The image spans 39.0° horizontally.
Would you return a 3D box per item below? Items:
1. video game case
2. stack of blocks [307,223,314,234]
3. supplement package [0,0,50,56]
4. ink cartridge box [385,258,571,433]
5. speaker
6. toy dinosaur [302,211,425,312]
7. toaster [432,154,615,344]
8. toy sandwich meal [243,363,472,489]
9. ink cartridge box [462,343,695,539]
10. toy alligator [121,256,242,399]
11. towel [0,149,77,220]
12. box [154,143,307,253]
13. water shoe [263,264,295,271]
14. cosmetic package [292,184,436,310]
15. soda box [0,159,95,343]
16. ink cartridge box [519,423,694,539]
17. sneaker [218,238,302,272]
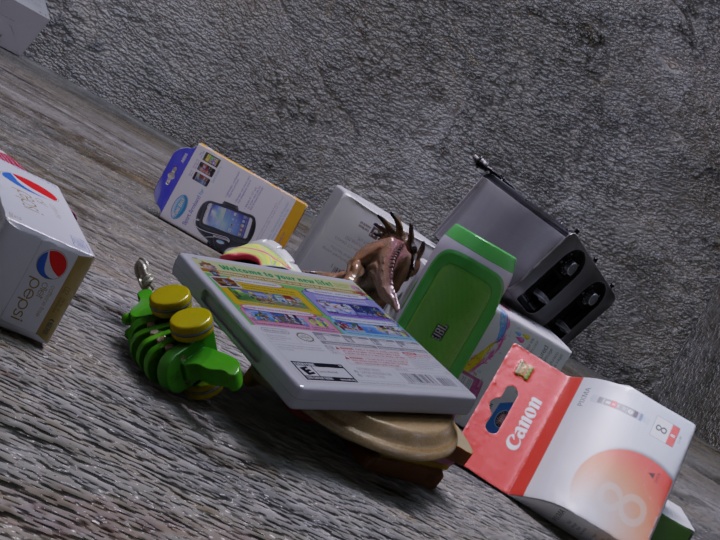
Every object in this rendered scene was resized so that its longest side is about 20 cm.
[{"bbox_3d":[-0.027,0.052,0.809,0.199,0.022,0.182,10,25,-46],"label":"video game case"},{"bbox_3d":[-0.060,-0.025,1.548,0.058,0.116,0.200,29,4,-5],"label":"stack of blocks"},{"bbox_3d":[-0.950,-0.712,2.673,0.191,0.147,0.201,26,31,-47],"label":"supplement package"},{"bbox_3d":[0.121,0.098,1.196,0.199,0.145,0.085,29,8,-13],"label":"ink cartridge box"},{"bbox_3d":[0.079,0.057,1.043,0.088,0.201,0.088,29,5,-3],"label":"speaker"},{"bbox_3d":[0.024,-0.005,1.067,0.086,0.135,0.200,54,-9,-6],"label":"toy dinosaur"},{"bbox_3d":[0.203,-0.017,1.294,0.200,0.119,0.181,44,-1,42],"label":"toaster"},{"bbox_3d":[-0.006,0.111,0.831,0.204,0.071,0.205,26,16,-8],"label":"toy sandwich meal"},{"bbox_3d":[0.212,0.167,0.999,0.199,0.163,0.050,32,-34,7],"label":"ink cartridge box"},{"bbox_3d":[-0.148,0.043,0.742,0.054,0.060,0.200,-20,32,-25],"label":"toy alligator"},{"bbox_3d":[-0.389,-0.112,1.045,0.144,0.023,0.200,26,6,-47],"label":"towel"},{"bbox_3d":[-0.188,-0.090,1.435,0.199,0.120,0.041,30,5,-4],"label":"box"},{"bbox_3d":[-0.072,0.045,1.036,0.199,0.072,0.079,33,8,38],"label":"water shoe"},{"bbox_3d":[0.000,0.000,1.353,0.164,0.166,0.200,31,5,-8],"label":"cosmetic package"},{"bbox_3d":[-0.244,-0.022,0.718,0.063,0.068,0.200,27,5,-28],"label":"soda box"},{"bbox_3d":[0.240,0.231,1.061,0.199,0.060,0.104,31,5,10],"label":"ink cartridge box"},{"bbox_3d":[-0.086,0.032,1.148,0.199,0.079,0.090,31,19,31],"label":"sneaker"}]
